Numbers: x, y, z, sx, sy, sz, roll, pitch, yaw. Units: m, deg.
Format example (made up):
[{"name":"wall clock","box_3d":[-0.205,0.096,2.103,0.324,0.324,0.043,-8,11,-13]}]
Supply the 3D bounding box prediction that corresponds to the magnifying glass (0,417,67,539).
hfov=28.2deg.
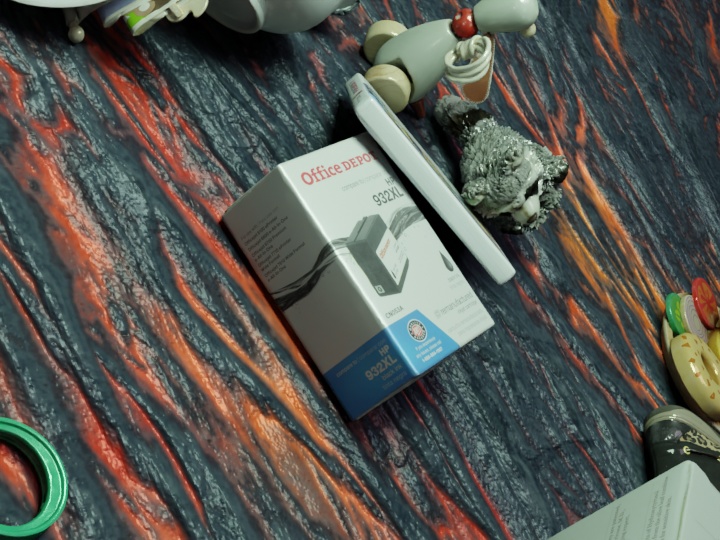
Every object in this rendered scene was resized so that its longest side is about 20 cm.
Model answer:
[{"name":"magnifying glass","box_3d":[-0.261,0.122,0.847,0.199,0.022,0.080,13,52,-45]}]

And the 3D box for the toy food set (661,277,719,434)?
[{"name":"toy food set","box_3d":[0.401,0.104,1.583,0.199,0.049,0.200,34,40,-24]}]

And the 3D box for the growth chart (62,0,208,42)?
[{"name":"growth chart","box_3d":[-0.162,-0.257,1.154,0.018,0.197,0.147,54,20,-67]}]

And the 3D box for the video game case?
[{"name":"video game case","box_3d":[0.059,-0.087,1.298,0.200,0.023,0.182,50,6,-13]}]

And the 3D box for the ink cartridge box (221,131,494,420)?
[{"name":"ink cartridge box","box_3d":[0.000,0.000,1.186,0.201,0.084,0.145,56,35,5]}]

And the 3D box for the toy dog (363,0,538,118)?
[{"name":"toy dog","box_3d":[0.089,-0.201,1.393,0.096,0.198,0.133,46,58,-37]}]

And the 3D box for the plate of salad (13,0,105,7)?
[{"name":"plate of salad","box_3d":[-0.236,-0.296,1.126,0.197,0.048,0.203,3,64,-6]}]

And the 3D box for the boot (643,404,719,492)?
[{"name":"boot","box_3d":[0.352,0.237,1.393,0.199,0.073,0.151,38,37,-14]}]

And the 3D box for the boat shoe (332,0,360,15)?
[{"name":"boat shoe","box_3d":[-0.073,-0.318,1.345,0.199,0.071,0.091,31,18,-44]}]

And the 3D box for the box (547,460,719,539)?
[{"name":"box","box_3d":[0.250,0.308,1.134,0.199,0.171,0.201,44,36,-11]}]

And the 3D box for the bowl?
[{"name":"bowl","box_3d":[-0.100,-0.272,1.251,0.201,0.201,0.091,41,72,-16]}]

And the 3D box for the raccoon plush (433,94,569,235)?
[{"name":"raccoon plush","box_3d":[0.107,-0.107,1.377,0.199,0.098,0.134,35,7,32]}]
